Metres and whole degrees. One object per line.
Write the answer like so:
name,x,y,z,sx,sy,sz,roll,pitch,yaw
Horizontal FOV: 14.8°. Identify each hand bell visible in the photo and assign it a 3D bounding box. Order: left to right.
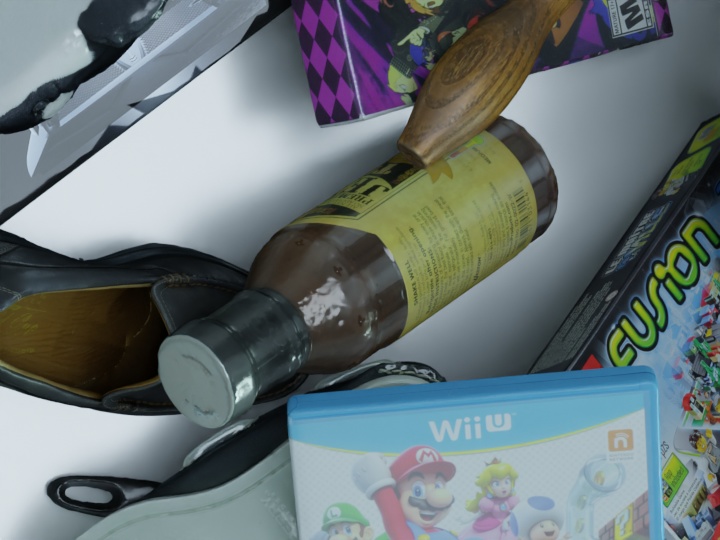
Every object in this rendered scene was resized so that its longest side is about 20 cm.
hand bell,0.081,-0.120,1.105,0.104,0.104,0.200,45,74,-14

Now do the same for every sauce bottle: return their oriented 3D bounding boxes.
sauce bottle,0.000,0.000,1.111,0.200,0.065,0.065,-34,103,-43

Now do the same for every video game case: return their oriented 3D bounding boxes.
video game case,0.038,-0.175,1.137,0.181,0.036,0.201,-17,98,-37
video game case,0.050,0.136,1.097,0.142,0.018,0.201,-5,113,1

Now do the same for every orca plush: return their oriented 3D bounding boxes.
orca plush,-0.093,-0.139,1.078,0.071,0.105,0.201,27,78,-60

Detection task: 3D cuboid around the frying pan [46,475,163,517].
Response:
frying pan,-0.026,0.119,1.168,0.189,0.031,0.116,-15,87,-3

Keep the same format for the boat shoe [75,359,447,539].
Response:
boat shoe,-0.045,0.103,1.125,0.199,0.060,0.076,-27,100,6

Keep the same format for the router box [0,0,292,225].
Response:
router box,-0.129,-0.130,1.115,0.200,0.052,0.158,-37,102,-11

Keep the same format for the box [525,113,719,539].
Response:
box,0.146,0.031,1.164,0.110,0.035,0.200,49,50,-14

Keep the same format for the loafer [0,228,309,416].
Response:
loafer,-0.093,0.029,1.100,0.199,0.072,0.073,6,105,-38
